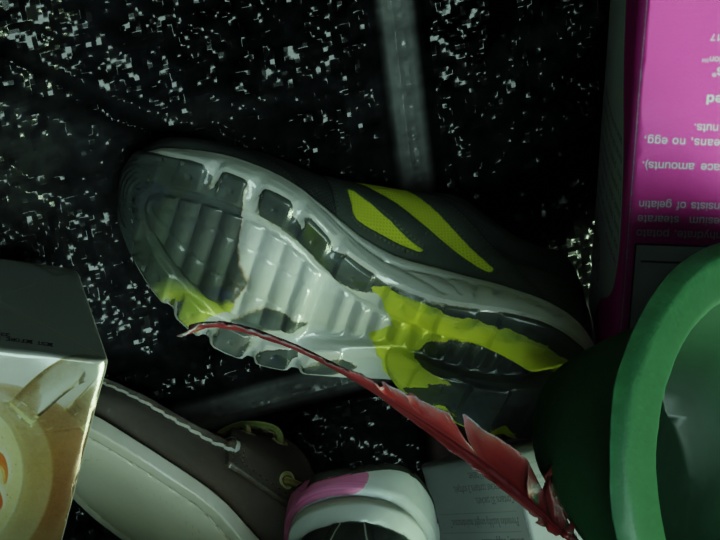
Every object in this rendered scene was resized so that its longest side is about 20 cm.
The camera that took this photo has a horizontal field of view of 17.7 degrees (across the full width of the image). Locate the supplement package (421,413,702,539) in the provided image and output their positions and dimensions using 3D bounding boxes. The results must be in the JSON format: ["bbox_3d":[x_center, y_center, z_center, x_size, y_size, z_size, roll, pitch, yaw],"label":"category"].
[{"bbox_3d":[0.114,0.158,0.917,0.109,0.114,0.200,-14,87,-18],"label":"supplement package"}]

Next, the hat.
[{"bbox_3d":[0.079,0.074,0.848,0.166,0.176,0.200,-31,105,-43],"label":"hat"}]

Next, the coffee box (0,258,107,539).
[{"bbox_3d":[-0.174,0.097,0.852,0.114,0.080,0.200,9,113,-21],"label":"coffee box"}]

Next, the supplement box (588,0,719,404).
[{"bbox_3d":[0.144,-0.058,0.874,0.103,0.101,0.200,3,111,-1],"label":"supplement box"}]

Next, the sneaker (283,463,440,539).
[{"bbox_3d":[0.000,0.175,0.890,0.080,0.086,0.200,-6,126,11],"label":"sneaker"}]

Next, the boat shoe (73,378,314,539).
[{"bbox_3d":[-0.042,0.099,0.939,0.200,0.072,0.060,36,59,-19],"label":"boat shoe"}]

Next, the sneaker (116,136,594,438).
[{"bbox_3d":[0.000,0.000,0.900,0.200,0.085,0.075,26,119,-5],"label":"sneaker"}]
